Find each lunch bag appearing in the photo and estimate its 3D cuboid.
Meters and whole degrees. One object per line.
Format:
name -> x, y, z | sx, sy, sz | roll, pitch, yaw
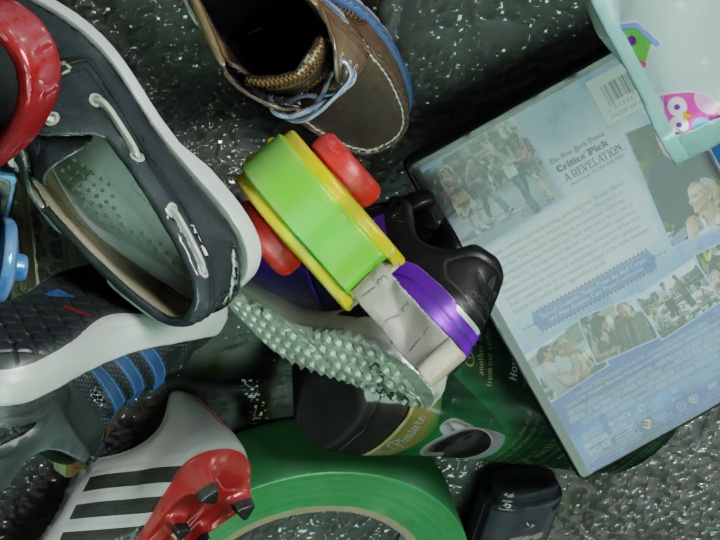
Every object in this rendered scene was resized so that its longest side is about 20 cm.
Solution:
lunch bag -> 0.184, -0.153, 1.346 | 0.170, 0.200, 0.122 | -27, 133, 8

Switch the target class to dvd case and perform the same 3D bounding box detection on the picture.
dvd case -> 0.129, -0.007, 1.494 | 0.143, 0.018, 0.200 | -29, 107, 2

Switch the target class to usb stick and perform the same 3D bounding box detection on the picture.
usb stick -> 0.075, 0.197, 1.735 | 0.055, 0.033, 0.200 | -2, 130, -21

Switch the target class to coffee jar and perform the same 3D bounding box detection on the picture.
coffee jar -> 0.067, 0.058, 1.566 | 0.200, 0.085, 0.104 | 6, 156, -22

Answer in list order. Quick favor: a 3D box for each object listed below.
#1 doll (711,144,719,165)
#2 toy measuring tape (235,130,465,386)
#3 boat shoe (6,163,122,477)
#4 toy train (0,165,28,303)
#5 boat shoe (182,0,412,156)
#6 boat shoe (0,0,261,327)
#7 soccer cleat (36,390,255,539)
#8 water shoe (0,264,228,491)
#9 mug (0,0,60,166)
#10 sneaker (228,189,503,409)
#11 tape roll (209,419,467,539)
doll -> 0.145, -0.039, 1.538 | 0.200, 0.048, 0.137 | -1, 131, -15
toy measuring tape -> -0.013, -0.016, 1.371 | 0.073, 0.200, 0.074 | -11, 122, -19
boat shoe -> -0.152, 0.018, 1.493 | 0.063, 0.073, 0.200 | 20, 126, 16
toy train -> -0.221, 0.030, 1.418 | 0.087, 0.114, 0.200 | 9, 107, -17
boat shoe -> -0.039, -0.108, 1.404 | 0.072, 0.072, 0.200 | -37, 131, 15
boat shoe -> -0.131, -0.057, 1.362 | 0.200, 0.060, 0.076 | 42, 124, 2
soccer cleat -> -0.145, 0.148, 1.584 | 0.200, 0.085, 0.069 | -41, 141, 12
water shoe -> -0.138, 0.050, 1.380 | 0.200, 0.071, 0.079 | -17, 125, -57
mug -> -0.237, -0.100, 1.289 | 0.133, 0.178, 0.200 | 2, 136, -39
sneaker -> 0.000, 0.000, 1.460 | 0.100, 0.200, 0.070 | -52, 130, -14
tape roll -> -0.038, 0.173, 1.669 | 0.200, 0.048, 0.201 | -8, 132, -9
